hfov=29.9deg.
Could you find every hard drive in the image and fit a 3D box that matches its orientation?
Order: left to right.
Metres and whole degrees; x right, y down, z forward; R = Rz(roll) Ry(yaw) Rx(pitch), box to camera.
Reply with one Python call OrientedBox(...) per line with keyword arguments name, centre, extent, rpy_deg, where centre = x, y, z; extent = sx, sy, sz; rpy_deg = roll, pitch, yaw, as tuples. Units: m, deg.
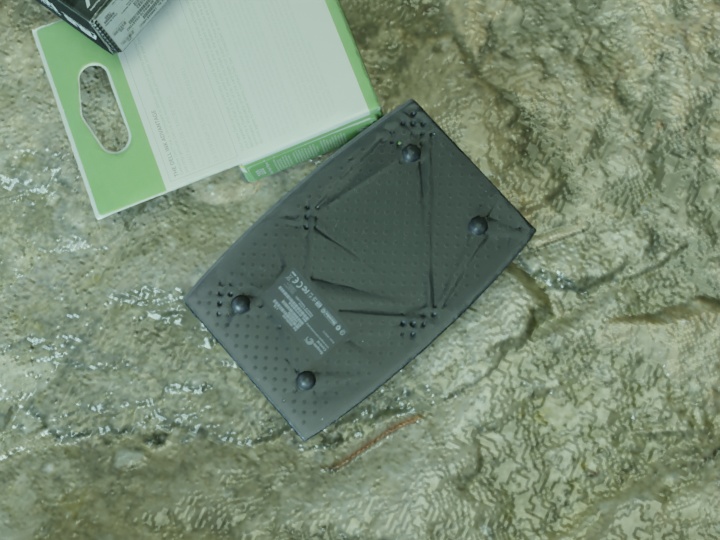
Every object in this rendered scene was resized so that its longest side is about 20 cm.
OrientedBox(name="hard drive", centre=(0.000, 0.000, 0.873), extent=(0.200, 0.042, 0.135), rpy_deg=(-42, 80, -7))

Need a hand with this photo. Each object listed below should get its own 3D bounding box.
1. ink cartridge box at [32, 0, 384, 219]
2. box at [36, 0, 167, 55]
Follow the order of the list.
OrientedBox(name="ink cartridge box", centre=(-0.100, -0.128, 0.903), extent=(0.199, 0.048, 0.146), rpy_deg=(-22, 77, 1))
OrientedBox(name="box", centre=(-0.168, -0.268, 0.909), extent=(0.193, 0.048, 0.200), rpy_deg=(34, 80, 30))
